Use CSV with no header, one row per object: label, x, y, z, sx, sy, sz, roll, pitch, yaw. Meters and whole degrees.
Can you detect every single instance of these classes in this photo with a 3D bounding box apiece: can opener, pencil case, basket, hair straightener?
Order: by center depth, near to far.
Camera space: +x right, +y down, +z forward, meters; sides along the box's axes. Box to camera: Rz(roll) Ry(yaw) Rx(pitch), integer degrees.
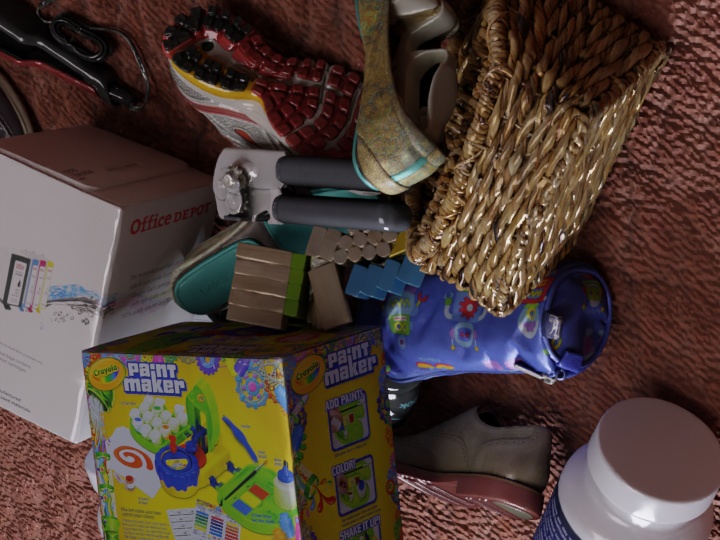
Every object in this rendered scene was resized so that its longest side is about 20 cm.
basket,0.083,-0.088,1.289,0.149,0.143,0.201,36,137,13
can opener,-0.033,-0.057,1.383,0.199,0.066,0.053,6,94,49
pencil case,0.087,0.040,1.426,0.199,0.087,0.078,-3,157,43
hair straightener,-0.248,-0.186,1.576,0.199,0.041,0.077,32,136,19

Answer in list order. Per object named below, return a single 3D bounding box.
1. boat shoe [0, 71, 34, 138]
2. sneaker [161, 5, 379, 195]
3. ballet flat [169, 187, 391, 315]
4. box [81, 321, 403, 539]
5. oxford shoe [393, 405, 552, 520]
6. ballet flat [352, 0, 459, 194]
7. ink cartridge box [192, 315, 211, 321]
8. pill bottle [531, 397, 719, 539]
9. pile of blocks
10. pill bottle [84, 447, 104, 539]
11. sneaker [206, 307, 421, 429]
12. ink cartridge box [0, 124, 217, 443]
boat shoe,-0.355,-0.165,1.666,0.072,0.065,0.200,-29,100,46
sneaker,-0.054,-0.118,1.451,0.199,0.078,0.082,35,158,15
ballet flat,-0.064,-0.031,1.511,0.199,0.062,0.068,-25,113,21
box,-0.087,0.143,1.464,0.199,0.122,0.194,1,100,38
oxford shoe,0.082,0.142,1.535,0.070,0.075,0.199,28,167,-36
ballet flat,0.034,-0.140,1.284,0.070,0.201,0.071,2,146,1
ink cartridge box,-0.159,0.057,1.690,0.199,0.047,0.161,7,124,24
pill bottle,0.187,0.191,1.428,0.115,0.116,0.201,33,137,17
pile of blocks,0.000,0.000,1.443,0.199,0.062,0.083,-17,77,20
pill bottle,-0.167,0.239,1.769,0.115,0.116,0.201,0,120,40
sneaker,-0.042,0.065,1.559,0.199,0.075,0.080,25,139,20
ink cartridge box,-0.222,0.004,1.572,0.144,0.147,0.201,23,110,23
